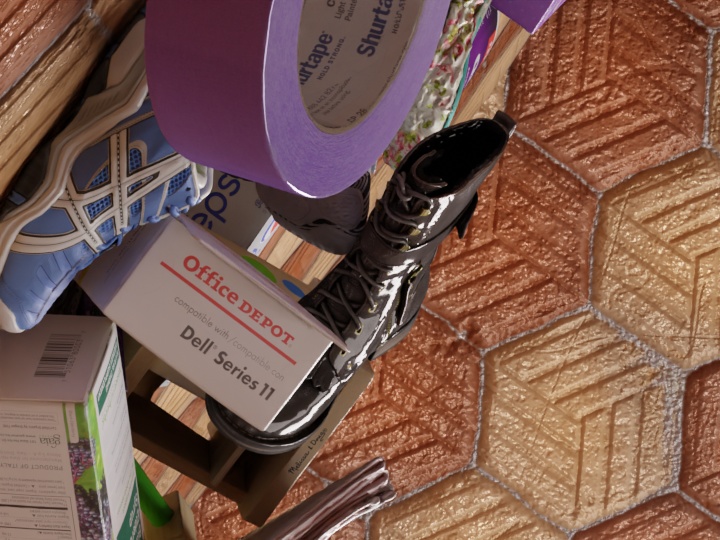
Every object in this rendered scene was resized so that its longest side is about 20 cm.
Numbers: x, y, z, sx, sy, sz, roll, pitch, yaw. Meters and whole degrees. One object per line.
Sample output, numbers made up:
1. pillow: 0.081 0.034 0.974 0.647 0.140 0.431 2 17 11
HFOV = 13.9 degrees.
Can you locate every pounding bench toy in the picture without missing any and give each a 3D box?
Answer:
1. pounding bench toy: -0.122 0.079 1.838 0.200 0.156 0.124 -54 -154 14

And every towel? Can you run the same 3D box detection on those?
1. towel: -0.087 0.196 1.766 0.191 0.032 0.200 -35 180 -38

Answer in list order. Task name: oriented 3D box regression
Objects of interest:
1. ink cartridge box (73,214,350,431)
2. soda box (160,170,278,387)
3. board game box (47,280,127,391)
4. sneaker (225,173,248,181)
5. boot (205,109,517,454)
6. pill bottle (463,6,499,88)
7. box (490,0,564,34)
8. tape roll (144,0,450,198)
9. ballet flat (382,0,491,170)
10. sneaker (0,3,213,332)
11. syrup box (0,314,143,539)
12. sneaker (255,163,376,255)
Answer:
1. ink cartridge box: -0.089 0.016 1.589 0.067 0.117 0.200 -53 -160 -1
2. soda box: -0.102 -0.022 1.931 0.200 0.068 0.063 -55 174 4
3. board game box: -0.190 0.094 1.759 0.200 0.032 0.120 -58 -149 35
4. sneaker: -0.036 -0.149 1.785 0.200 0.076 0.088 -56 161 -20
5. boot: 0.000 0.000 1.677 0.200 0.069 0.174 -43 168 -41
6. pill bottle: 0.027 -0.157 1.947 0.113 0.112 0.200 -57 179 26
7. box: 0.096 -0.237 1.966 0.039 0.137 0.200 -56 176 29
8. tape roll: -0.023 -0.138 1.392 0.200 0.066 0.201 -46 145 -47
9. ballet flat: 0.041 -0.161 1.788 0.076 0.064 0.200 18 -94 54
10. sneaker: -0.122 -0.044 1.485 0.200 0.077 0.076 -54 178 17
11. syrup box: -0.168 0.127 1.627 0.079 0.081 0.200 -75 163 -55
12. sneaker: -0.004 -0.097 1.731 0.115 0.075 0.200 -53 159 -26
